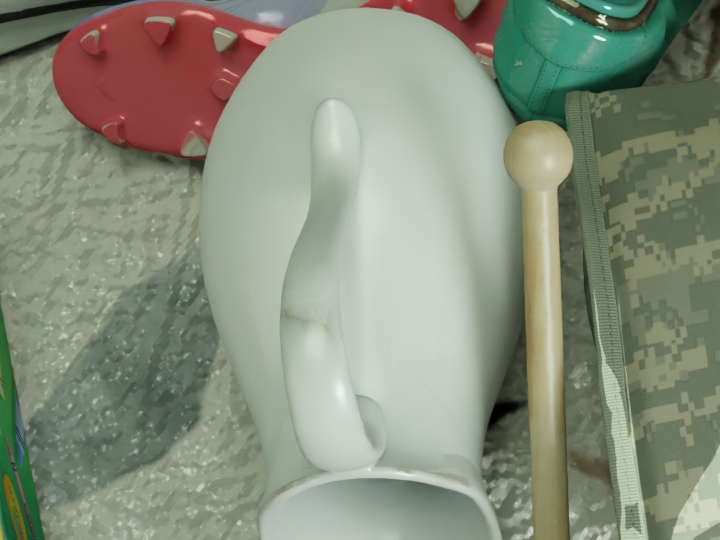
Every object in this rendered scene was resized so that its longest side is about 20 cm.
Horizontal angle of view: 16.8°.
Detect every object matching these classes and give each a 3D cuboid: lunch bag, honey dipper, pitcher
[{"bbox_3d":[0.159,0.036,0.797,0.163,0.118,0.201,-8,53,8],"label":"lunch bag"},{"bbox_3d":[0.062,0.052,0.786,0.038,0.038,0.202,2,101,15],"label":"honey dipper"},{"bbox_3d":[0.000,0.000,0.826,0.120,0.172,0.201,-4,59,6],"label":"pitcher"}]

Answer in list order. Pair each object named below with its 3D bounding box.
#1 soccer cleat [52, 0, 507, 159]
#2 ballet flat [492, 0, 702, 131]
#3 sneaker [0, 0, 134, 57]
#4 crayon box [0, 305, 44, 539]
[{"bbox_3d":[-0.023,-0.089,0.961,0.199,0.067,0.077,-8,19,20],"label":"soccer cleat"},{"bbox_3d":[0.095,-0.105,0.914,0.067,0.071,0.200,31,33,8],"label":"ballet flat"},{"bbox_3d":[-0.116,-0.153,0.982,0.199,0.116,0.076,-19,56,2],"label":"sneaker"},{"bbox_3d":[-0.192,0.050,0.912,0.118,0.058,0.201,-18,57,3],"label":"crayon box"}]
